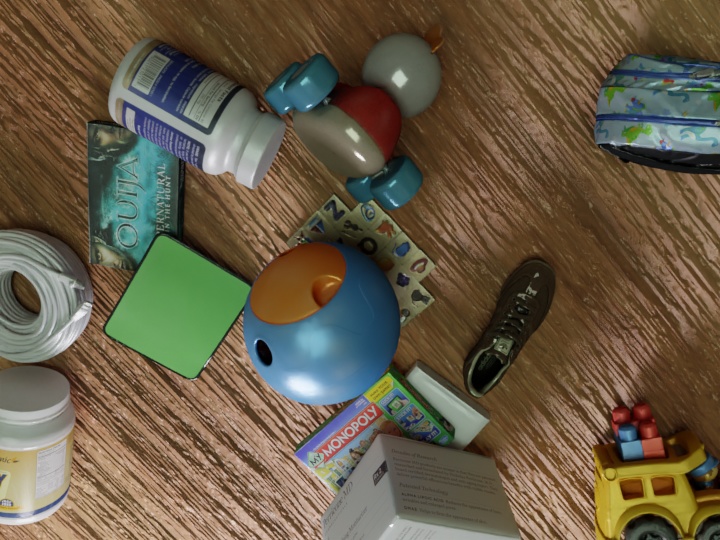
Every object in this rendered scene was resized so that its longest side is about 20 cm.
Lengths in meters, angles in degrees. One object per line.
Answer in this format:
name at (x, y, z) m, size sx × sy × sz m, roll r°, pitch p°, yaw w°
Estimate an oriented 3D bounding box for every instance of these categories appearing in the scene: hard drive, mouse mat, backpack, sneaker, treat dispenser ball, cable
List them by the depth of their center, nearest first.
backpack at (0.359, -0.167, 0.791) m, size 0.197 × 0.163 × 0.157 m, roll -6°, pitch 100°, yaw 19°
treat dispenser ball at (-0.048, 0.065, 0.906) m, size 0.197 × 0.201 × 0.204 m, roll 3°, pitch 110°, yaw 9°
sneaker at (0.197, 0.084, 0.942) m, size 0.070 × 0.076 × 0.202 m, roll 25°, pitch 112°, yaw 1°
mouse mat at (-0.262, 0.057, 1.034) m, size 0.160 × 0.008 × 0.201 m, roll 31°, pitch 115°, yaw -14°
hard drive at (0.076, 0.243, 1.047) m, size 0.131 × 0.026 × 0.201 m, roll 36°, pitch 112°, yaw -3°
cable at (-0.493, 0.034, 1.055) m, size 0.199 × 0.069 × 0.200 m, roll 40°, pitch 112°, yaw -4°

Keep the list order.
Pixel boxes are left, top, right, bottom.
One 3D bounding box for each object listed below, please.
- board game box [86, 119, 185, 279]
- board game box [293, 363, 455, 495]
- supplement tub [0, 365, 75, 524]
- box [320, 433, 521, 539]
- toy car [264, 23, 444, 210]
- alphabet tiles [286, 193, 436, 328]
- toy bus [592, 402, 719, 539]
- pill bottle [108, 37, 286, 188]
board game box at (-0.310, -0.096, 0.996) m, size 0.133 × 0.028 × 0.203 m, roll 9°, pitch 111°, yaw 6°
board game box at (0.018, 0.244, 1.029) m, size 0.135 × 0.029 × 0.200 m, roll 44°, pitch 110°, yaw -7°
supplement tub at (-0.513, 0.264, 1.098) m, size 0.142 × 0.145 × 0.203 m, roll 15°, pitch 111°, yaw 5°
box at (0.075, 0.352, 0.986) m, size 0.197 × 0.132 × 0.200 m, roll 17°, pitch 121°, yaw -23°
toy car at (0.025, -0.210, 0.851) m, size 0.200 × 0.177 × 0.184 m, roll -47°, pitch 112°, yaw -7°
alphabet tiles at (0.000, 0.000, 0.986) m, size 0.200 × 0.006 × 0.166 m, roll 45°, pitch 110°, yaw -7°
toy bus at (0.405, 0.273, 0.955) m, size 0.196 × 0.136 × 0.196 m, roll -8°, pitch 92°, yaw 11°
pill bottle at (-0.199, -0.191, 0.895) m, size 0.198 × 0.116 × 0.117 m, roll 29°, pitch 112°, yaw -1°
